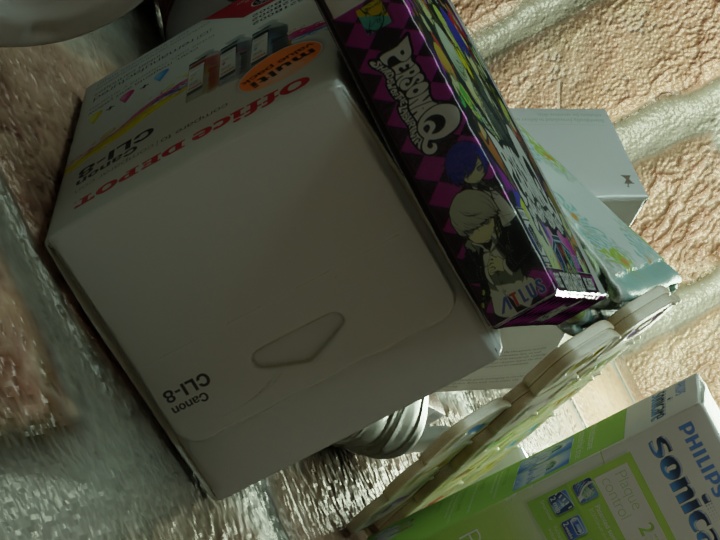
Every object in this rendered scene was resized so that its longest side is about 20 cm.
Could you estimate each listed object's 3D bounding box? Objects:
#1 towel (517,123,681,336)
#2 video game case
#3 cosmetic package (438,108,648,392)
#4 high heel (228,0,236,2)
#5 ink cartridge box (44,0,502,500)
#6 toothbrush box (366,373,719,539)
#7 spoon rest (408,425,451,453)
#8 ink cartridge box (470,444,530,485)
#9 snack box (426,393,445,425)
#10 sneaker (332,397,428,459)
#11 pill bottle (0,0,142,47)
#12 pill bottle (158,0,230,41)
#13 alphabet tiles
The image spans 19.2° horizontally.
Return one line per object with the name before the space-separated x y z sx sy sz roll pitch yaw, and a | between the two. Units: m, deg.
towel | 0.090 -0.039 1.147 0.171 0.048 0.200 48 12 12
video game case | 0.043 -0.061 0.923 0.182 0.036 0.200 62 10 7
cosmetic package | 0.095 -0.010 1.403 0.200 0.107 0.085 116 -36 -43
high heel | -0.028 -0.222 1.181 0.142 0.071 0.201 8 65 -43
ink cartridge box | -0.037 -0.026 0.953 0.145 0.145 0.200 58 10 -22
toothbrush box | 0.116 0.165 1.071 0.146 0.199 0.086 63 10 -3
spoon rest | 0.019 0.028 1.315 0.061 0.099 0.201 108 -23 -57
ink cartridge box | 0.117 0.213 1.287 0.200 0.085 0.146 45 20 -54
snack box | -0.003 0.006 1.389 0.201 0.024 0.072 66 13 19
sneaker | 0.000 0.000 1.156 0.116 0.073 0.201 22 65 -72
pill bottle | -0.158 -0.205 0.906 0.201 0.113 0.113 66 11 23
pill bottle | -0.064 -0.158 1.263 0.112 0.112 0.200 55 13 -36
alphabet tiles | 0.084 0.077 1.123 0.195 0.200 0.015 -27 75 -42
